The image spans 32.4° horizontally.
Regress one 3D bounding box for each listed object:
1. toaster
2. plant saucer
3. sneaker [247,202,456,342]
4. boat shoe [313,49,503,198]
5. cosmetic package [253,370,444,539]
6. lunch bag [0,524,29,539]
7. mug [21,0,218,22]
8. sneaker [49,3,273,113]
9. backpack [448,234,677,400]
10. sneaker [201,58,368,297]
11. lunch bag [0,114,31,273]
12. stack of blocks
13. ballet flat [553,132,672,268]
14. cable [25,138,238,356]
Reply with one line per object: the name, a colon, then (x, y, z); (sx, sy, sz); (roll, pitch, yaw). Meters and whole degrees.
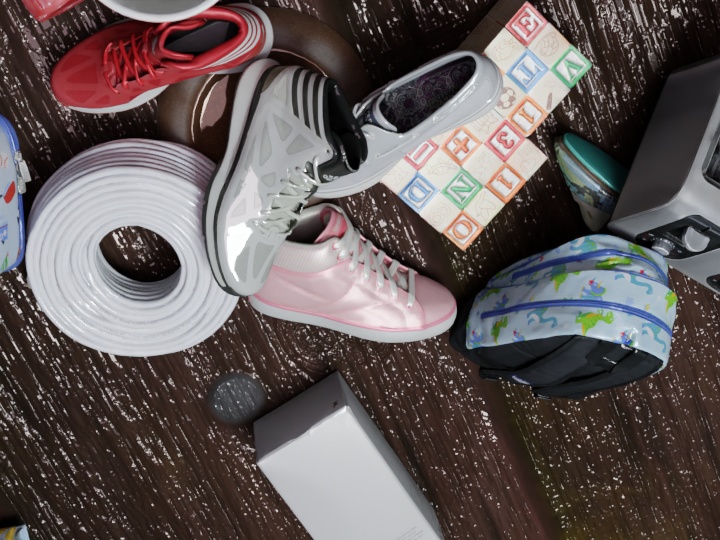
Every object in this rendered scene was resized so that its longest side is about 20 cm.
toaster: (0.343, -0.084, 1.095); (0.180, 0.119, 0.201); (29, 76, -16)
plant saucer: (-0.083, -0.131, 1.108); (0.199, 0.037, 0.202); (-2, 111, -6)
sneaker: (0.000, 0.000, 1.137); (0.198, 0.076, 0.105); (9, 128, -6)
boat shoe: (0.024, -0.124, 1.043); (0.199, 0.068, 0.073); (-21, 73, 18)
cosmetic package: (-0.010, 0.215, 1.226); (0.107, 0.085, 0.201); (-30, 111, 5)
lunch bag: (-0.392, 0.371, 1.222); (0.168, 0.127, 0.201); (-8, 119, -2)
mug: (-0.169, -0.266, 0.952); (0.176, 0.200, 0.135); (-3, 106, -2)
sneaker: (-0.178, -0.183, 1.016); (0.199, 0.116, 0.079); (-18, 91, 9)
backpack: (0.198, 0.047, 1.126); (0.162, 0.200, 0.155); (22, 85, -13)
sneaker: (-0.061, -0.068, 1.018); (0.075, 0.115, 0.202); (1, 103, -51)
lunch bag: (-0.376, -0.071, 1.050); (0.198, 0.076, 0.162); (5, 110, 13)
stack of blocks: (0.112, -0.133, 1.112); (0.115, 0.059, 0.200); (37, 100, -22)
ballet flat: (0.250, -0.054, 1.164); (0.199, 0.074, 0.075); (29, 106, -13)
cable: (-0.197, -0.018, 1.101); (0.198, 0.069, 0.201); (11, 119, -7)
